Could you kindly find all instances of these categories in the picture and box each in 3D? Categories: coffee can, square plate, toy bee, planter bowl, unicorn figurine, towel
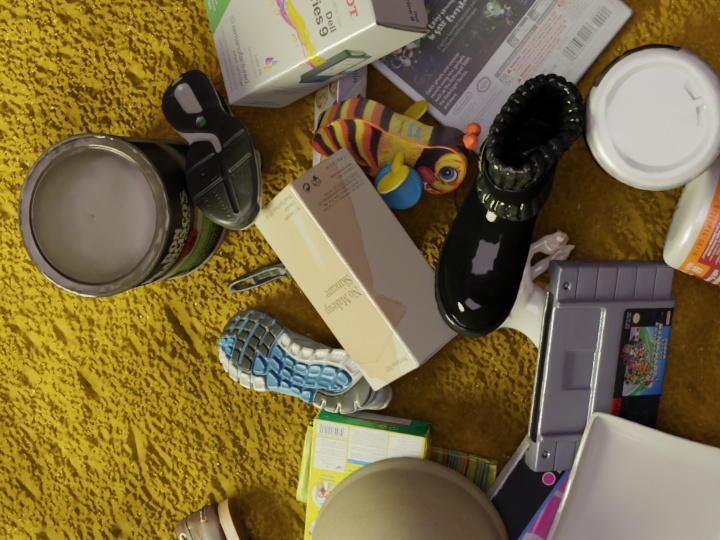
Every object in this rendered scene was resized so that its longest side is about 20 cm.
[{"bbox_3d":[-0.222,-0.057,1.368,0.144,0.200,0.148,1,95,10],"label":"coffee can"},{"bbox_3d":[0.277,0.245,1.356,0.198,0.028,0.200,16,104,-8],"label":"square plate"},{"bbox_3d":[0.061,-0.115,1.347,0.198,0.132,0.109,15,136,-27],"label":"toy bee"},{"bbox_3d":[0.036,0.294,1.325,0.197,0.135,0.203,3,105,11],"label":"planter bowl"},{"bbox_3d":[0.166,0.030,1.366,0.200,0.074,0.138,42,96,8],"label":"unicorn figurine"},{"bbox_3d":[0.036,0.213,1.432,0.197,0.018,0.087,11,95,10],"label":"towel"}]

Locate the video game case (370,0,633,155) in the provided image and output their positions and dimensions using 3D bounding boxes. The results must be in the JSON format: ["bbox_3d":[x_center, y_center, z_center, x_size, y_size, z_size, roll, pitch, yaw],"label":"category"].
[{"bbox_3d":[0.132,-0.228,1.381,0.181,0.023,0.201,40,101,5],"label":"video game case"}]

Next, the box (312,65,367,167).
[{"bbox_3d":[-0.020,-0.176,1.397,0.041,0.038,0.203,8,98,48],"label":"box"}]

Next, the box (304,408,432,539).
[{"bbox_3d":[0.005,0.243,1.413,0.116,0.048,0.203,9,104,10],"label":"box"}]

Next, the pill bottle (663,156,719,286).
[{"bbox_3d":[0.387,-0.022,1.300,0.198,0.110,0.111,22,98,3],"label":"pill bottle"}]

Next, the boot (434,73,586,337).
[{"bbox_3d":[0.126,-0.055,1.234,0.078,0.158,0.214,16,78,-3],"label":"boot"}]

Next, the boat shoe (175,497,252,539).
[{"bbox_3d":[-0.125,0.335,1.445,0.070,0.070,0.202,-24,81,4],"label":"boat shoe"}]

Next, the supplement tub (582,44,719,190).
[{"bbox_3d":[0.259,-0.135,1.271,0.121,0.200,0.124,1,94,8],"label":"supplement tub"}]

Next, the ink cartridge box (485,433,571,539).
[{"bbox_3d":[0.149,0.268,1.397,0.094,0.037,0.201,33,99,-3],"label":"ink cartridge box"}]

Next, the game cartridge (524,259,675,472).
[{"bbox_3d":[0.227,0.090,1.338,0.128,0.038,0.203,0,105,-16],"label":"game cartridge"}]

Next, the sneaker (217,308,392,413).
[{"bbox_3d":[-0.055,0.100,1.416,0.199,0.086,0.076,22,87,32],"label":"sneaker"}]

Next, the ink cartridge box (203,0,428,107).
[{"bbox_3d":[-0.047,-0.255,1.331,0.199,0.087,0.147,-20,80,37],"label":"ink cartridge box"}]

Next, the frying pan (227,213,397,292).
[{"bbox_3d":[-0.049,-0.023,1.404,0.187,0.031,0.116,-1,121,8],"label":"frying pan"}]

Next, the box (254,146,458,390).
[{"bbox_3d":[0.000,0.000,1.311,0.078,0.095,0.201,-36,89,-34],"label":"box"}]

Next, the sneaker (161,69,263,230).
[{"bbox_3d":[-0.116,-0.098,1.365,0.075,0.115,0.202,-35,49,11],"label":"sneaker"}]
